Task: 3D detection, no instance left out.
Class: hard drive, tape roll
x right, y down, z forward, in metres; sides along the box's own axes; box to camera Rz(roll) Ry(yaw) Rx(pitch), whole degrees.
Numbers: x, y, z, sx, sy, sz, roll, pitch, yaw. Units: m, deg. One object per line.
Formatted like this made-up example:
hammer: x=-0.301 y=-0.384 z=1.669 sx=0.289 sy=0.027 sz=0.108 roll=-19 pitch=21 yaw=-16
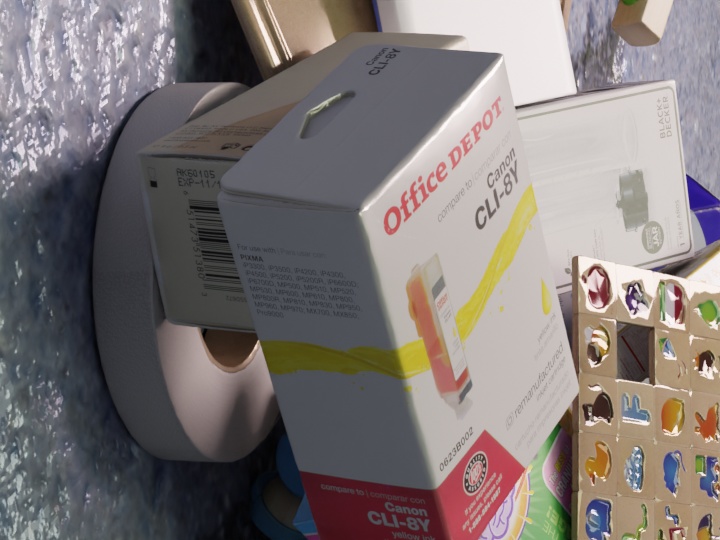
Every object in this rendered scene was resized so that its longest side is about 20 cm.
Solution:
hard drive: x=0.055 y=-0.190 z=1.231 sx=0.131 sy=0.025 sz=0.202 roll=-14 pitch=95 yaw=-40
tape roll: x=-0.081 y=0.001 z=1.142 sx=0.203 sy=0.037 sz=0.205 roll=2 pitch=90 yaw=-70

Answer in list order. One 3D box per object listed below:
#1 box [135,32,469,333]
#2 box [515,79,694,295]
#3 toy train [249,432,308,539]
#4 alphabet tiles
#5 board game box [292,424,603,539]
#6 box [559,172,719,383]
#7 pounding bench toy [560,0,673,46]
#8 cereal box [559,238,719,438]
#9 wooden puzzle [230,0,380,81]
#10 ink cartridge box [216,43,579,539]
box: x=-0.019 y=-0.050 z=1.092 sx=0.200 sy=0.077 sz=0.096 roll=-37 pitch=124 yaw=-49
box: x=0.106 y=-0.045 z=1.301 sx=0.199 sy=0.060 sz=0.118 roll=-15 pitch=101 yaw=-34
toy train: x=0.022 y=0.098 z=1.276 sx=0.199 sy=0.085 sz=0.116 roll=-9 pitch=139 yaw=-54
alphabet tiles: x=0.181 y=0.102 z=1.252 sx=0.166 sy=0.008 sz=0.202 roll=11 pitch=76 yaw=-41
board game box: x=0.061 y=0.132 z=1.164 sx=0.200 sy=0.040 sz=0.154 roll=46 pitch=48 yaw=-29
box: x=0.156 y=0.040 z=1.517 sx=0.105 sy=0.198 sz=0.186 roll=-132 pitch=-147 yaw=-66
pounding bench toy: x=0.091 y=-0.207 z=1.354 sx=0.156 sy=0.198 sz=0.125 roll=56 pitch=40 yaw=-57
cereal box: x=0.152 y=0.054 z=1.346 sx=0.199 sy=0.144 sz=0.040 roll=-36 pitch=93 yaw=-33
wooden puzzle: x=-0.012 y=-0.173 z=1.213 sx=0.184 sy=0.037 sz=0.202 roll=-30 pitch=106 yaw=-42
ink cartridge box: x=0.023 y=0.014 z=1.019 sx=0.145 sy=0.083 sz=0.201 roll=-48 pitch=133 yaw=-42
